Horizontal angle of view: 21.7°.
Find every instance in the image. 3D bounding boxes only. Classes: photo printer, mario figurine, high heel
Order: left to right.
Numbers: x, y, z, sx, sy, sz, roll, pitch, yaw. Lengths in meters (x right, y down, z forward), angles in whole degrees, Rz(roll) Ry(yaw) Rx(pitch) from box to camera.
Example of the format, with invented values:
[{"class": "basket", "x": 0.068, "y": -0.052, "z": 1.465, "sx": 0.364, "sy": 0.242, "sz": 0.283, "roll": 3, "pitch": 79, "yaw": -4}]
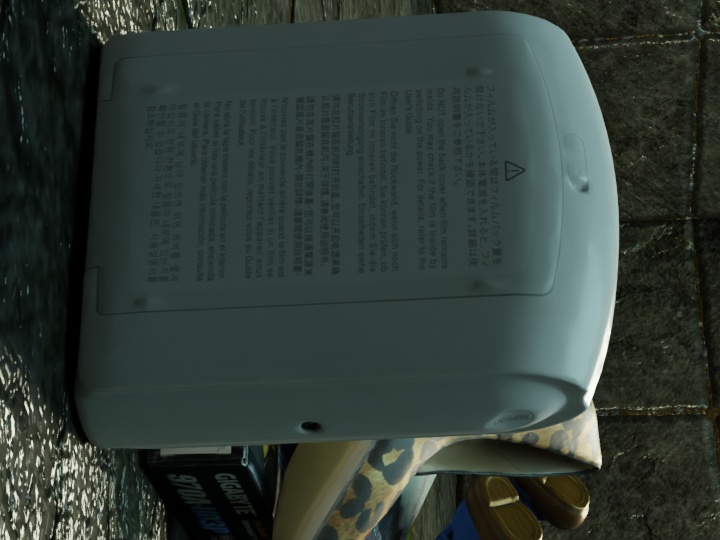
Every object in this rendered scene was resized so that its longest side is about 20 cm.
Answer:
[{"class": "photo printer", "x": -0.003, "y": -0.017, "z": 0.709, "sx": 0.070, "sy": 0.198, "sz": 0.168, "roll": 77, "pitch": 11, "yaw": -62}, {"class": "high heel", "x": 0.043, "y": 0.104, "z": 0.873, "sx": 0.143, "sy": 0.071, "sz": 0.201, "roll": 45, "pitch": 53, "yaw": -19}, {"class": "mario figurine", "x": 0.058, "y": 0.193, "z": 1.049, "sx": 0.200, "sy": 0.122, "sz": 0.107, "roll": -53, "pitch": -144, "yaw": 38}]

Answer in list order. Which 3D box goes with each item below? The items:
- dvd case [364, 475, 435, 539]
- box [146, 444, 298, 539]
[{"class": "dvd case", "x": -0.009, "y": 0.143, "z": 0.946, "sx": 0.146, "sy": 0.022, "sz": 0.201, "roll": 78, "pitch": 35, "yaw": -61}, {"class": "box", "x": -0.058, "y": 0.045, "z": 0.893, "sx": 0.200, "sy": 0.046, "sz": 0.160, "roll": 75, "pitch": 14, "yaw": -66}]
